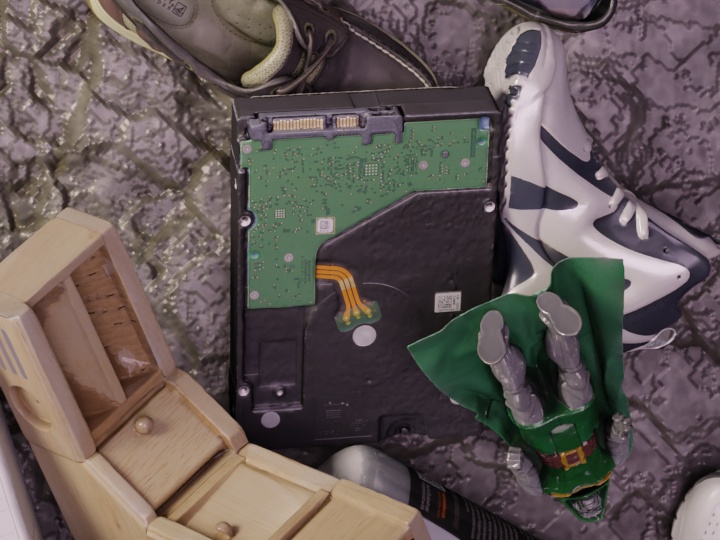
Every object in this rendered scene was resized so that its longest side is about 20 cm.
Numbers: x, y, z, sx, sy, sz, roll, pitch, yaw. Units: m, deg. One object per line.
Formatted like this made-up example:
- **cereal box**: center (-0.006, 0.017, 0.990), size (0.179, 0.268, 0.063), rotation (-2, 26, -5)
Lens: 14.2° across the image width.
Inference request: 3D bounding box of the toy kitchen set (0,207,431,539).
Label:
- **toy kitchen set**: center (-0.106, 0.108, 1.414), size (0.163, 0.200, 0.181), rotation (-43, 132, -28)

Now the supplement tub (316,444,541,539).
- **supplement tub**: center (0.052, 0.189, 1.562), size (0.200, 0.123, 0.123), rotation (29, 97, -14)

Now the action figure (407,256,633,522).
- **action figure**: center (0.105, 0.078, 1.538), size (0.118, 0.055, 0.200), rotation (-19, 145, 4)

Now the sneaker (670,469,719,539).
- **sneaker**: center (0.221, 0.209, 1.613), size (0.074, 0.087, 0.200), rotation (-10, 103, -4)

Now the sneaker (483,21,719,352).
- **sneaker**: center (0.133, -0.039, 1.546), size (0.129, 0.079, 0.199), rotation (-5, 105, -10)

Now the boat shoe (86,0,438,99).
- **boat shoe**: center (-0.049, -0.115, 1.505), size (0.201, 0.066, 0.072), rotation (25, 97, -14)

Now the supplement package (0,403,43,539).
- **supplement package**: center (-0.232, 0.127, 1.504), size (0.117, 0.117, 0.200), rotation (-16, 104, -4)

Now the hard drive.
- **hard drive**: center (0.000, 0.000, 1.528), size (0.140, 0.038, 0.200), rotation (-4, 121, -9)

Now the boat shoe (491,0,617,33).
- **boat shoe**: center (0.051, -0.185, 1.510), size (0.200, 0.057, 0.069), rotation (27, 97, -14)
